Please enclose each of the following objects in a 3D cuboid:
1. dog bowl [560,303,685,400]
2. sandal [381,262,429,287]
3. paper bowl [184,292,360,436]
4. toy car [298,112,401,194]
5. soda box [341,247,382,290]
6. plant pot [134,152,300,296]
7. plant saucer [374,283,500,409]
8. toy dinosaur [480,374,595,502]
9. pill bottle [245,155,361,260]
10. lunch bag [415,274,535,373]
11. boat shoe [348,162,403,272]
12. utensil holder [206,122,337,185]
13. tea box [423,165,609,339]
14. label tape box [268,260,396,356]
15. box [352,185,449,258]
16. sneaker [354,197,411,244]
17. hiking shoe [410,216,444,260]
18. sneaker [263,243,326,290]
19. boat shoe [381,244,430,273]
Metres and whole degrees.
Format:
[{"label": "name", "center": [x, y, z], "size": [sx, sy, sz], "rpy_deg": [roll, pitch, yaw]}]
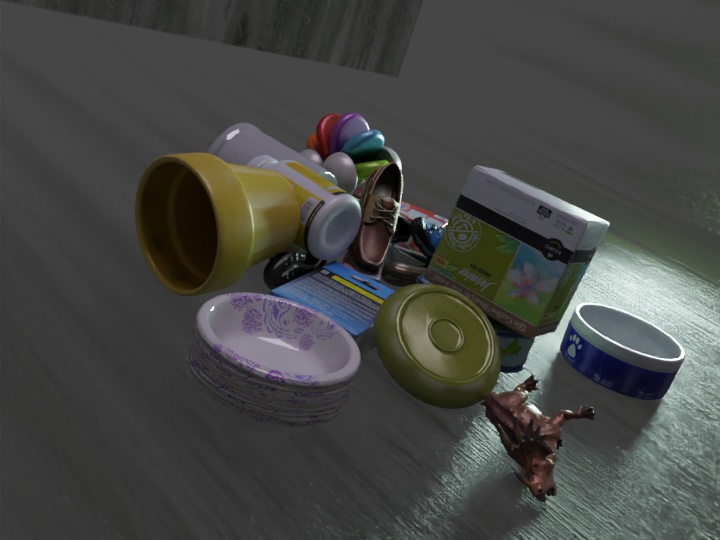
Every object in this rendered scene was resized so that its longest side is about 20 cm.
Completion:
[{"label": "dog bowl", "center": [0.452, 0.138, 1.497], "size": [0.199, 0.079, 0.200], "rpy_deg": [17, 20, -6]}, {"label": "sandal", "center": [0.116, 0.007, 1.491], "size": [0.199, 0.054, 0.080], "rpy_deg": [17, -27, -40]}, {"label": "paper bowl", "center": [-0.107, 0.117, 1.016], "size": [0.199, 0.105, 0.201], "rpy_deg": [17, 20, -6]}, {"label": "toy car", "center": [-0.027, -0.228, 1.658], "size": [0.174, 0.151, 0.199], "rpy_deg": [-14, 19, -40]}, {"label": "soda box", "center": [0.000, 0.000, 1.473], "size": [0.068, 0.064, 0.200], "rpy_deg": [18, 21, -2]}, {"label": "plant pot", "center": [-0.198, -0.077, 1.270], "size": [0.200, 0.202, 0.188], "rpy_deg": [32, 31, 33]}, {"label": "plant saucer", "center": [0.117, 0.098, 1.224], "size": [0.198, 0.031, 0.201], "rpy_deg": [11, 54, -16]}, {"label": "toy dinosaur", "center": [0.206, 0.200, 1.123], "size": [0.135, 0.087, 0.200], "rpy_deg": [-5, 25, -35]}, {"label": "pill bottle", "center": [-0.102, -0.108, 1.381], "size": [0.200, 0.113, 0.112], "rpy_deg": [34, 25, 33]}, {"label": "lunch bag", "center": [0.177, 0.085, 1.382], "size": [0.160, 0.083, 0.200], "rpy_deg": [7, 23, -26]}, {"label": "boat shoe", "center": [0.028, -0.096, 1.418], "size": [0.075, 0.074, 0.201], "rpy_deg": [18, 57, -16]}, {"label": "utensil holder", "center": [-0.164, -0.149, 1.564], "size": [0.199, 0.171, 0.170], "rpy_deg": [30, 23, 22]}, {"label": "tea box", "center": [0.239, -0.030, 1.331], "size": [0.199, 0.198, 0.133], "rpy_deg": [29, 16, 25]}, {"label": "label tape box", "center": [-0.034, 0.062, 1.279], "size": [0.143, 0.064, 0.200], "rpy_deg": [27, 22, 17]}, {"label": "box", "center": [0.062, -0.083, 1.694], "size": [0.199, 0.096, 0.100], "rpy_deg": [23, 21, 13]}, {"label": "sneaker", "center": [0.017, -0.080, 1.493], "size": [0.087, 0.074, 0.199], "rpy_deg": [26, 16, 40]}, {"label": "hiking shoe", "center": [0.174, -0.046, 1.533], "size": [0.199, 0.087, 0.075], "rpy_deg": [34, 35, -28]}, {"label": "sneaker", "center": [-0.120, -0.006, 1.397], "size": [0.079, 0.074, 0.200], "rpy_deg": [8, 13, 15]}, {"label": "boat shoe", "center": [0.140, 0.001, 1.590], "size": [0.198, 0.066, 0.074], "rpy_deg": [12, 21, -20]}]
